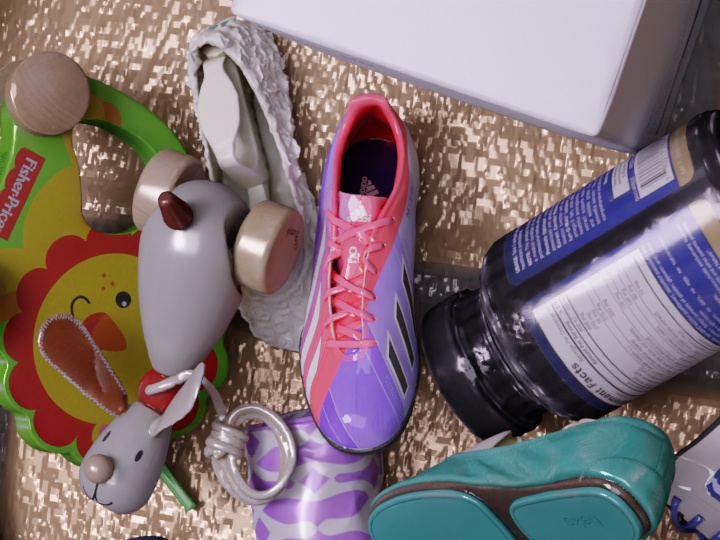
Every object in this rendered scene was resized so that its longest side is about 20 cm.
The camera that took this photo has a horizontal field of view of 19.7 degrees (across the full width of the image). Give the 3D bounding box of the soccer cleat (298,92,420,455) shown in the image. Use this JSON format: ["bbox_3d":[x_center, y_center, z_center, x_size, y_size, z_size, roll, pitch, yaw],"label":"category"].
[{"bbox_3d":[0.000,0.000,1.125,0.067,0.073,0.202,1,62,7],"label":"soccer cleat"}]

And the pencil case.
[{"bbox_3d":[-0.014,0.171,1.164,0.084,0.085,0.202,-9,85,54],"label":"pencil case"}]

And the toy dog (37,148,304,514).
[{"bbox_3d":[-0.105,0.030,1.110,0.131,0.096,0.202,0,82,22],"label":"toy dog"}]

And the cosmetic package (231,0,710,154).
[{"bbox_3d":[0.067,-0.148,1.081,0.198,0.200,0.124,20,94,16],"label":"cosmetic package"}]

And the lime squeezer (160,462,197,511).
[{"bbox_3d":[-0.135,0.043,1.227,0.070,0.038,0.202,-2,88,-16],"label":"lime squeezer"}]

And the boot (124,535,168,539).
[{"bbox_3d":[-0.179,0.243,1.194,0.199,0.075,0.097,-35,54,11],"label":"boot"}]

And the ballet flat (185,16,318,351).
[{"bbox_3d":[-0.065,-0.047,1.187,0.071,0.072,0.202,-16,85,15],"label":"ballet flat"}]

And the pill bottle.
[{"bbox_3d":[0.134,0.010,1.097,0.199,0.112,0.113,-32,81,25],"label":"pill bottle"}]

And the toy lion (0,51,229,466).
[{"bbox_3d":[-0.153,0.003,1.175,0.191,0.069,0.201,28,77,-23],"label":"toy lion"}]

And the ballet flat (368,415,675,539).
[{"bbox_3d":[0.088,0.114,1.071,0.199,0.070,0.068,-16,117,49],"label":"ballet flat"}]

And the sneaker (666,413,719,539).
[{"bbox_3d":[0.212,0.144,1.103,0.114,0.080,0.202,1,82,20],"label":"sneaker"}]
